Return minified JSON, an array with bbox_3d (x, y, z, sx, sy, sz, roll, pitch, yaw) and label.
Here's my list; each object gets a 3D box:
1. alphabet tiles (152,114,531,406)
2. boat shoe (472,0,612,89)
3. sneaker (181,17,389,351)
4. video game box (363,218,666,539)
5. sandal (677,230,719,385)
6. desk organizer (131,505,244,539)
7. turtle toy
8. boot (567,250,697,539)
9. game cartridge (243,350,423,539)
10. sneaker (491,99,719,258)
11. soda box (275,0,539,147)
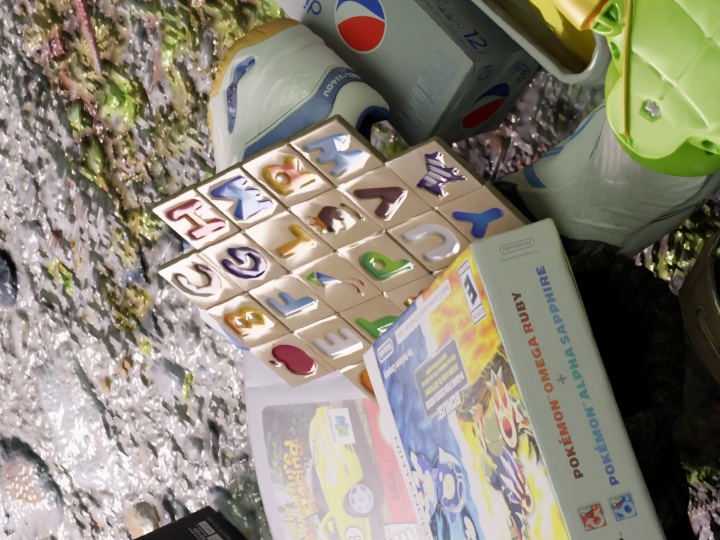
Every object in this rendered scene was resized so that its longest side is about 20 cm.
[{"bbox_3d":[0.000,0.000,1.226,0.200,0.006,0.166,-23,125,42],"label":"alphabet tiles"},{"bbox_3d":[0.056,-0.158,1.189,0.202,0.086,0.075,54,127,19],"label":"boat shoe"},{"bbox_3d":[-0.033,-0.023,1.261,0.088,0.075,0.200,37,142,29],"label":"sneaker"},{"bbox_3d":[0.068,0.093,1.124,0.200,0.047,0.183,129,121,-69],"label":"video game box"},{"bbox_3d":[0.169,0.030,1.125,0.057,0.080,0.202,-4,124,-1],"label":"sandal"},{"bbox_3d":[-0.055,0.232,1.419,0.200,0.072,0.077,42,129,25],"label":"desk organizer"},{"bbox_3d":[0.152,-0.100,1.002,0.146,0.101,0.200,46,139,7],"label":"turtle toy"},{"bbox_3d":[0.128,0.112,1.159,0.211,0.079,0.158,59,155,30],"label":"boot"},{"bbox_3d":[0.003,0.111,1.356,0.133,0.041,0.201,-8,97,47],"label":"game cartridge"},{"bbox_3d":[0.120,-0.042,1.192,0.072,0.072,0.200,58,146,2],"label":"sneaker"},{"bbox_3d":[-0.001,-0.151,1.256,0.200,0.068,0.064,48,129,20],"label":"soda box"}]
